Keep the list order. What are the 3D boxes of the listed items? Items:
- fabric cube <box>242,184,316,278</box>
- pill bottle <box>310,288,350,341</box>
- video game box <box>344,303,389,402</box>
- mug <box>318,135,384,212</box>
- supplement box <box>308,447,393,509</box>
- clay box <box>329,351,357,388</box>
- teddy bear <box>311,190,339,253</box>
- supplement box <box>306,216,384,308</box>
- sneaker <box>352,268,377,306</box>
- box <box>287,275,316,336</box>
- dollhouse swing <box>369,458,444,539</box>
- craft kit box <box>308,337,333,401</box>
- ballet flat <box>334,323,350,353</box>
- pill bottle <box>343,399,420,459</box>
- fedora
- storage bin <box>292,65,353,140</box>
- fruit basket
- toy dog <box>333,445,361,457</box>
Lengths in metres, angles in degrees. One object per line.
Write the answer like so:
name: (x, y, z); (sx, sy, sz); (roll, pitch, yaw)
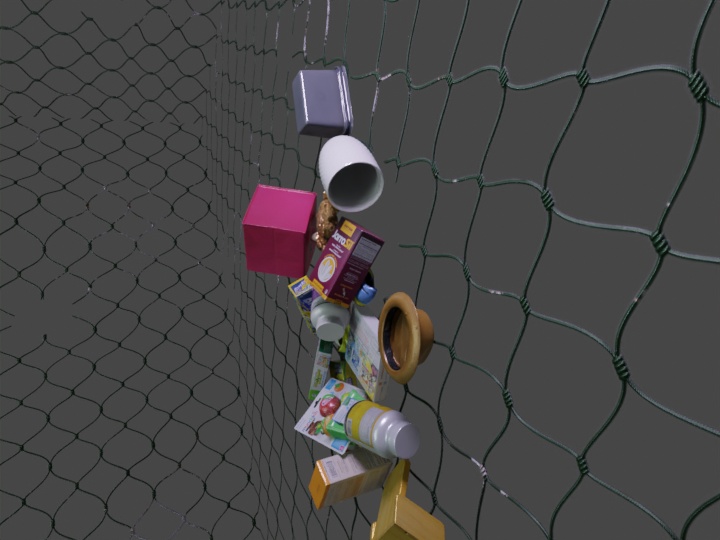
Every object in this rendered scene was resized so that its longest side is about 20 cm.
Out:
fabric cube: (-0.248, -0.123, 1.665); (0.200, 0.198, 0.197); (97, -177, -45)
pill bottle: (-0.083, 0.097, 1.485); (0.201, 0.111, 0.113); (-93, 16, -46)
video game box: (0.023, 0.217, 1.417); (0.200, 0.046, 0.184); (-131, 45, -53)
mug: (-0.027, -0.242, 1.357); (0.201, 0.147, 0.176); (67, -179, -46)
supplement box: (-0.026, 0.540, 1.394); (0.074, 0.199, 0.127); (56, 141, 41)
clay box: (-0.051, 0.346, 1.596); (0.115, 0.047, 0.202); (161, 102, -65)
teddy bear: (-0.109, -0.150, 1.614); (0.201, 0.066, 0.146); (112, 147, -43)
supplement box: (-0.040, -0.022, 1.361); (0.110, 0.085, 0.201); (38, 102, 49)
sneaker: (0.000, 0.000, 1.423); (0.078, 0.066, 0.201); (-45, 45, 29)
box: (-0.159, 0.114, 1.665); (0.064, 0.070, 0.201); (50, 164, 43)
dollhouse swing: (0.126, 0.594, 1.270); (0.181, 0.176, 0.201); (31, 134, 9)
craft kit box: (-0.115, 0.261, 1.630); (0.201, 0.048, 0.199); (-85, 5, -58)
ballet flat: (-0.063, 0.151, 1.566); (0.067, 0.067, 0.201); (128, 133, -56)
pill bottle: (0.053, 0.391, 1.288); (0.199, 0.111, 0.113); (1, 95, 55)
fedora: (0.109, 0.149, 1.176); (0.200, 0.081, 0.203); (-179, 90, -65)
storage bin: (-0.117, -0.470, 1.498); (0.145, 0.133, 0.202); (159, 105, -64)
fruit basket: (-0.068, 0.387, 1.447); (0.199, 0.186, 0.094); (15, 145, 39)
toy dog: (-0.041, 0.505, 1.500); (0.131, 0.096, 0.202); (24, 118, 36)
